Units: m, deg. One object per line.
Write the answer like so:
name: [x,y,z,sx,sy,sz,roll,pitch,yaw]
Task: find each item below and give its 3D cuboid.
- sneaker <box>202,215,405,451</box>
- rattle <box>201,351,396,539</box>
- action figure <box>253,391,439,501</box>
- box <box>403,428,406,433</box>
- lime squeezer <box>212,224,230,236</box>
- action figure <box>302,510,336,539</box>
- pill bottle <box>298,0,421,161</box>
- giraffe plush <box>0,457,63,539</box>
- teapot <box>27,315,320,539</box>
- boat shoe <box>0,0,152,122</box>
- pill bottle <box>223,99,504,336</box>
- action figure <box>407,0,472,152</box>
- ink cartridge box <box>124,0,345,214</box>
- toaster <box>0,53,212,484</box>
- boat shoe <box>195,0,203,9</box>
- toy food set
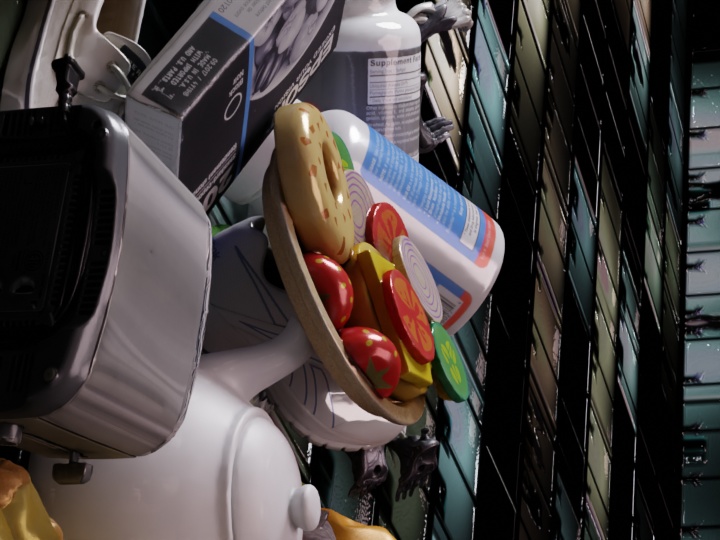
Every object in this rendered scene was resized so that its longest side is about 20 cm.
sneaker: [-0.033,0.044,1.510,0.200,0.087,0.075,39,26,-30]
rattle: [-0.055,0.108,1.526,0.130,0.142,0.201,-20,113,-55]
action figure: [-0.036,0.076,1.658,0.119,0.102,0.200,-4,49,-48]
box: [0.013,0.041,1.952,0.119,0.041,0.201,64,24,-53]
lime squeezer: [-0.092,0.017,1.587,0.071,0.038,0.201,-69,152,-56]
action figure: [-0.039,0.234,1.428,0.105,0.199,0.194,75,25,-59]
pill bottle: [-0.011,-0.133,1.735,0.111,0.110,0.201,-37,130,-71]
giraffe plush: [-0.134,0.188,1.160,0.173,0.161,0.201,28,59,-72]
teapot: [-0.094,0.144,1.349,0.197,0.145,0.201,-36,121,-71]
boat shoe: [-0.153,-0.110,1.339,0.071,0.070,0.201,67,24,-50]
pill bottle: [-0.007,-0.041,1.637,0.200,0.112,0.112,37,40,-22]
action figure: [0.018,-0.189,1.866,0.102,0.119,0.200,-40,142,-24]
ink cartridge box: [-0.074,-0.104,1.413,0.198,0.043,0.200,-54,169,-30]
toaster: [-0.148,0.005,1.221,0.129,0.113,0.201,44,48,-57]
boat shoe: [-0.081,-0.180,1.635,0.060,0.072,0.200,-57,-160,29]
toy food set: [0.000,0.000,1.459,0.198,0.049,0.201,29,40,-66]
